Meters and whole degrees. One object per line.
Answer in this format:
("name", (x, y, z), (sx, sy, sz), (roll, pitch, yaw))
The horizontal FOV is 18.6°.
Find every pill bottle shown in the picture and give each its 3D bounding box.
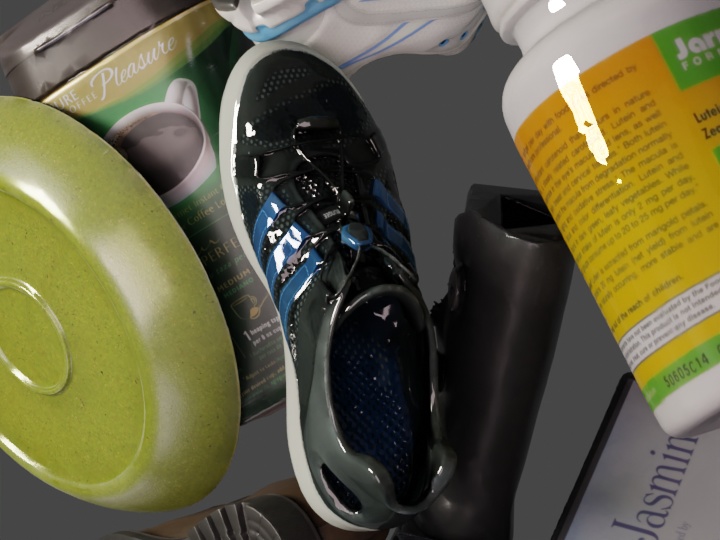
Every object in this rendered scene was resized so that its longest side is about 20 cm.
("pill bottle", (0.123, -0.046, 0.844), (0.111, 0.111, 0.200), (-30, 77, 18))

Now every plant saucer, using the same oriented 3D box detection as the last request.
("plant saucer", (-0.134, 0.023, 0.945), (0.200, 0.031, 0.200), (24, 130, 33))

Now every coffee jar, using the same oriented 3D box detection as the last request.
("coffee jar", (-0.066, -0.040, 0.939), (0.104, 0.085, 0.200), (-30, 93, 18))

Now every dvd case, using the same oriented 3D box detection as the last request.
("dvd case", (0.174, 0.115, 0.837), (0.200, 0.143, 0.018), (13, 138, 18))

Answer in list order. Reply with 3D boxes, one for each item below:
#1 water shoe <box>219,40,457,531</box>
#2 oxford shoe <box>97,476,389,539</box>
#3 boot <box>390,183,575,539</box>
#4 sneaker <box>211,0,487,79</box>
("water shoe", (0.000, 0.000, 0.856), (0.071, 0.079, 0.200), (-11, 83, -24))
("oxford shoe", (-0.054, 0.134, 0.960), (0.200, 0.084, 0.073), (-21, 89, 51))
("boot", (0.055, 0.076, 0.894), (0.066, 0.165, 0.200), (12, 105, -17))
("sneaker", (0.041, -0.139, 0.909), (0.200, 0.075, 0.087), (-29, 128, 9))
